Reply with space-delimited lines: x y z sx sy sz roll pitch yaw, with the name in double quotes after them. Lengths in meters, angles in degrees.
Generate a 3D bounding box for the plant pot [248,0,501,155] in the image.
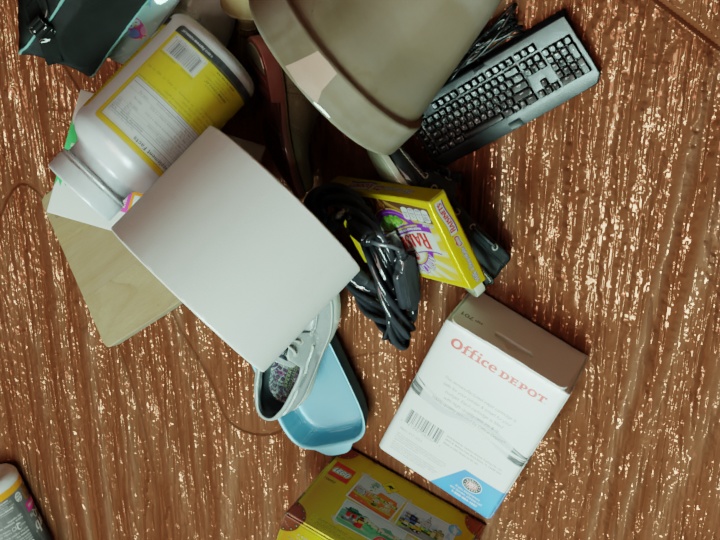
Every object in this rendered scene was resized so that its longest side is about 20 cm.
0.027 -0.237 1.053 0.173 0.200 0.200 -40 92 20 "plant pot"

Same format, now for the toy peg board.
-0.246 -0.045 1.356 0.200 0.098 0.200 -30 82 35 "toy peg board"

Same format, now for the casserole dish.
-0.060 0.123 1.357 0.121 0.039 0.200 -16 105 34 "casserole dish"

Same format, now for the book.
-0.213 -0.098 1.220 0.200 0.048 0.134 16 94 -5 "book"

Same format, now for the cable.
0.000 0.000 1.205 0.163 0.051 0.200 38 157 34 "cable"

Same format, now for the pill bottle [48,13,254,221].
-0.209 -0.148 1.141 0.112 0.112 0.200 43 85 3 "pill bottle"

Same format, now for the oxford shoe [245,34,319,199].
-0.062 -0.161 1.198 0.070 0.075 0.200 51 158 41 "oxford shoe"

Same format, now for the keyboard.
0.121 -0.177 1.107 0.200 0.040 0.104 -28 100 35 "keyboard"

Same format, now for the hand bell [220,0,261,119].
-0.117 -0.241 1.188 0.104 0.104 0.200 22 134 17 "hand bell"

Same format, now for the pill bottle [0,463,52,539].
-0.521 0.395 1.699 0.116 0.116 0.200 -10 110 32 "pill bottle"

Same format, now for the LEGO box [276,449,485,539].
0.022 0.312 1.340 0.200 0.149 0.077 28 125 15 "LEGO box"

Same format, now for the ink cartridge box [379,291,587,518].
0.129 0.143 1.234 0.146 0.086 0.200 32 124 10 "ink cartridge box"

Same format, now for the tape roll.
-0.118 -0.021 1.107 0.203 0.203 0.139 43 86 3 "tape roll"

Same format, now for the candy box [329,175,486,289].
0.041 -0.041 1.159 0.200 0.026 0.102 15 140 59 "candy box"

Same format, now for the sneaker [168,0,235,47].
-0.191 -0.233 1.218 0.075 0.088 0.200 27 124 16 "sneaker"

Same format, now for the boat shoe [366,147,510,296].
0.082 -0.070 1.169 0.066 0.075 0.200 -38 92 -6 "boat shoe"

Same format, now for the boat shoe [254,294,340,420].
-0.075 0.085 1.279 0.070 0.072 0.201 24 123 15 "boat shoe"

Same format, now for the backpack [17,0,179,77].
-0.265 -0.317 1.168 0.176 0.153 0.200 -46 51 38 "backpack"
